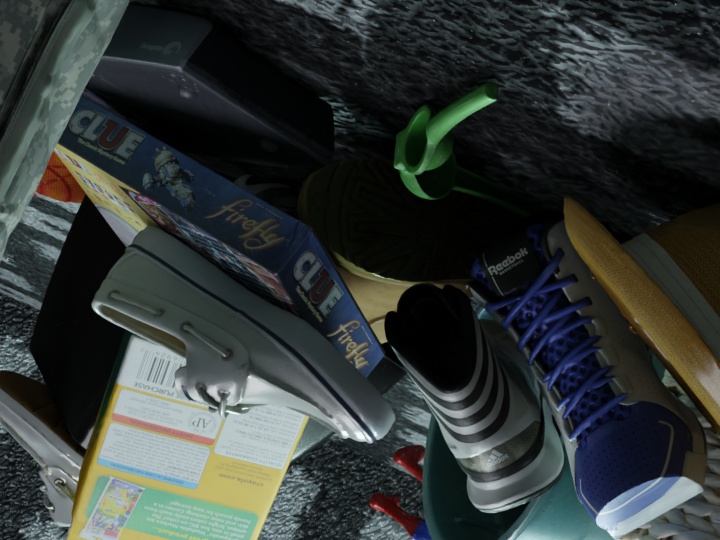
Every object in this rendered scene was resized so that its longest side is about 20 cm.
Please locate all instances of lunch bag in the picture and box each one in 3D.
[{"bbox_3d":[-0.213,-0.096,0.975,0.167,0.201,0.139,20,173,41],"label":"lunch bag"}]

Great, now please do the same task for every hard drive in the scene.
[{"bbox_3d":[-0.112,-0.108,1.110,0.135,0.042,0.200,32,167,-38],"label":"hard drive"}]

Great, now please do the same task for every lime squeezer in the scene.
[{"bbox_3d":[0.050,-0.058,1.007,0.070,0.038,0.200,21,169,17],"label":"lime squeezer"}]

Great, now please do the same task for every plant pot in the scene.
[{"bbox_3d":[0.172,0.116,1.238,0.195,0.201,0.200,19,172,-19],"label":"plant pot"},{"bbox_3d":[-0.120,0.049,1.373,0.199,0.178,0.200,31,-168,-38],"label":"plant pot"}]

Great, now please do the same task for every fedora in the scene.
[{"bbox_3d":[0.177,0.022,0.907,0.201,0.082,0.201,51,-176,-5],"label":"fedora"}]

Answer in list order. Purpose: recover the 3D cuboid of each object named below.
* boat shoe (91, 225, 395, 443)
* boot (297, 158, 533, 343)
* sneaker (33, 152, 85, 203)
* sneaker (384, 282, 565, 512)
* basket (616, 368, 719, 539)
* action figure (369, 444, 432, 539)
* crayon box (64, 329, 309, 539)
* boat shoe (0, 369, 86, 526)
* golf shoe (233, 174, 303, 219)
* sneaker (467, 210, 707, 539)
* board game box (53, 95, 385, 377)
[{"bbox_3d":[-0.071,0.050,1.064,0.200,0.070,0.071,33,164,26],"label":"boat shoe"},{"bbox_3d":[0.000,0.000,1.157,0.175,0.066,0.200,16,161,-27],"label":"boot"},{"bbox_3d":[-0.219,-0.096,1.357,0.077,0.073,0.200,9,166,30],"label":"sneaker"},{"bbox_3d":[0.064,0.043,1.091,0.201,0.075,0.116,-98,-17,-70],"label":"sneaker"},{"bbox_3d":[0.279,0.118,1.037,0.200,0.161,0.198,29,168,-36],"label":"basket"},{"bbox_3d":[0.110,0.197,1.320,0.200,0.065,0.099,37,-163,35],"label":"action figure"},{"bbox_3d":[-0.114,0.117,1.265,0.125,0.201,0.052,15,-145,-11],"label":"crayon box"},{"bbox_3d":[-0.196,0.153,1.353,0.200,0.069,0.071,41,-166,1],"label":"boat shoe"},{"bbox_3d":[-0.009,-0.015,1.324,0.200,0.078,0.094,35,-178,-40],"label":"golf shoe"},{"bbox_3d":[0.110,0.040,1.022,0.080,0.200,0.115,-37,126,26],"label":"sneaker"},{"bbox_3d":[-0.086,-0.017,1.116,0.200,0.035,0.136,31,163,33],"label":"board game box"}]
